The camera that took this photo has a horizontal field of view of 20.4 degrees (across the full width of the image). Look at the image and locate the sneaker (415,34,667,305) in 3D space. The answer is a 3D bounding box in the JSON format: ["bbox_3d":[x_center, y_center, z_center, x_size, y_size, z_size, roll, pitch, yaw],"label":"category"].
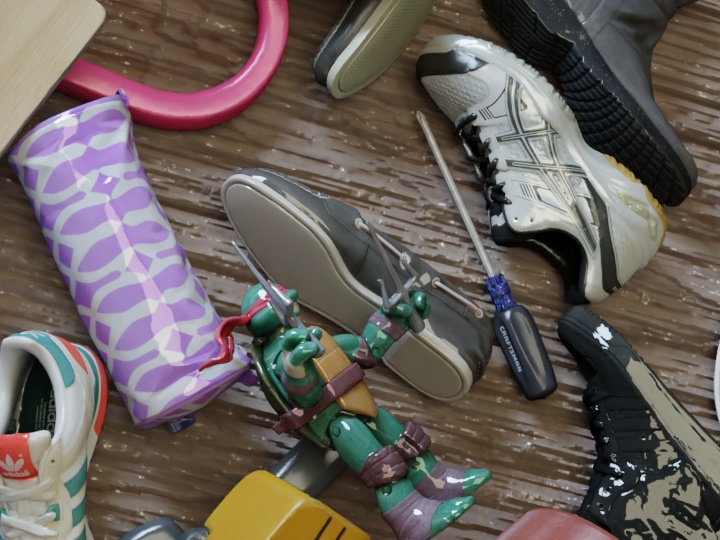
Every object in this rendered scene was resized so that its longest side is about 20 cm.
[{"bbox_3d":[0.102,-0.062,1.265,0.200,0.076,0.088,43,72,-1],"label":"sneaker"}]

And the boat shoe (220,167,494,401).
[{"bbox_3d":[0.000,0.000,1.239,0.200,0.067,0.057,41,49,-7],"label":"boat shoe"}]

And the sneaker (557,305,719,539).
[{"bbox_3d":[0.166,0.125,1.243,0.104,0.060,0.200,-41,76,-3],"label":"sneaker"}]

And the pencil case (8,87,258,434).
[{"bbox_3d":[-0.133,-0.004,1.184,0.085,0.084,0.201,-26,88,-24],"label":"pencil case"}]

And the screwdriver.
[{"bbox_3d":[0.078,-0.012,1.270,0.028,0.029,0.201,-21,87,-17],"label":"screwdriver"}]

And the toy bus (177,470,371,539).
[{"bbox_3d":[-0.083,0.212,1.125,0.078,0.065,0.201,38,80,-34],"label":"toy bus"}]

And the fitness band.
[{"bbox_3d":[-0.142,-0.170,1.251,0.199,0.037,0.144,21,74,-7],"label":"fitness band"}]

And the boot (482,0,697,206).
[{"bbox_3d":[0.186,-0.153,1.312,0.131,0.070,0.200,-38,93,-23],"label":"boot"}]

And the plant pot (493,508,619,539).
[{"bbox_3d":[0.086,0.254,1.140,0.195,0.201,0.201,-41,89,-26],"label":"plant pot"}]

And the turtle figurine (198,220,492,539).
[{"bbox_3d":[-0.008,0.061,1.151,0.200,0.101,0.150,53,35,-1],"label":"turtle figurine"}]

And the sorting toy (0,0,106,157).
[{"bbox_3d":[-0.284,-0.131,1.175,0.198,0.070,0.200,38,86,-2],"label":"sorting toy"}]

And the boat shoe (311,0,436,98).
[{"bbox_3d":[0.021,-0.198,1.287,0.067,0.072,0.201,27,74,15],"label":"boat shoe"}]

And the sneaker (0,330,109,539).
[{"bbox_3d":[-0.189,0.130,1.134,0.070,0.093,0.201,-2,74,15],"label":"sneaker"}]

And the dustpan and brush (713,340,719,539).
[{"bbox_3d":[0.268,0.103,1.286,0.139,0.057,0.200,38,66,-2],"label":"dustpan and brush"}]

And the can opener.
[{"bbox_3d":[-0.076,0.146,1.188,0.200,0.053,0.067,-39,88,-18],"label":"can opener"}]
